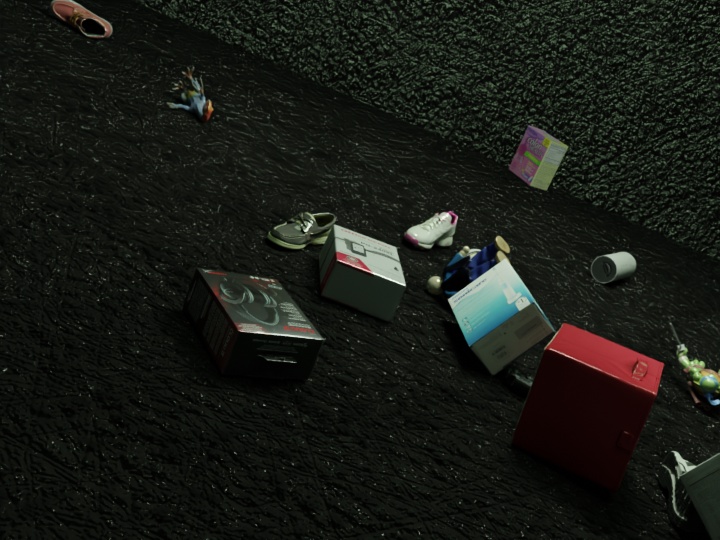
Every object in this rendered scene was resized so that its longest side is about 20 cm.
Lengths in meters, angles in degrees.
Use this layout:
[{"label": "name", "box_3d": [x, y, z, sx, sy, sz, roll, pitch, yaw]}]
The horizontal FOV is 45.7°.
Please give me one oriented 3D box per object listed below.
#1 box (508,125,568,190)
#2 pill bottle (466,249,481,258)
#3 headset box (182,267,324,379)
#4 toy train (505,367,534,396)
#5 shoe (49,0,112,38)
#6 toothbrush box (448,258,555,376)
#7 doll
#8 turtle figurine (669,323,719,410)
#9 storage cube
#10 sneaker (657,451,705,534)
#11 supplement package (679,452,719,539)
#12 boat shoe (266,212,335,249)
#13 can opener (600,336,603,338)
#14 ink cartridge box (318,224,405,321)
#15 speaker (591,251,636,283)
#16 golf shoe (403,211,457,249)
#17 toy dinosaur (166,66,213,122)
[{"label": "box", "box_3d": [0.724, -0.460, 3.496, 0.096, 0.202, 0.176, 12, 23, -30]}, {"label": "pill bottle", "box_3d": [0.280, 0.048, 1.821, 0.110, 0.112, 0.200, 9, 25, -35]}, {"label": "headset box", "box_3d": [-0.158, 0.084, 1.273, 0.147, 0.078, 0.200, 10, 23, -36]}, {"label": "toy train", "box_3d": [0.352, 0.235, 1.544, 0.198, 0.034, 0.046, 27, 23, 9]}, {"label": "shoe", "box_3d": [-0.871, -0.782, 2.654, 0.198, 0.072, 0.091, 24, 13, -14]}, {"label": "toothbrush box", "box_3d": [0.264, 0.085, 1.632, 0.086, 0.146, 0.200, 50, 9, -23]}, {"label": "doll", "box_3d": [0.221, 0.000, 1.787, 0.048, 0.199, 0.138, 34, 42, -32]}, {"label": "turtle figurine", "box_3d": [0.796, 0.206, 1.931, 0.194, 0.142, 0.203, 23, 52, -68]}, {"label": "storage cube", "box_3d": [0.367, 0.216, 1.380, 0.178, 0.202, 0.171, 23, 19, 18]}, {"label": "sneaker", "box_3d": [0.541, 0.362, 1.383, 0.079, 0.074, 0.200, 27, 20, 3]}, {"label": "supplement package", "box_3d": [0.609, 0.359, 1.255, 0.150, 0.151, 0.202, 7, 50, -40]}, {"label": "boat shoe", "box_3d": [-0.119, -0.090, 1.775, 0.071, 0.067, 0.200, 34, 22, 24]}, {"label": "can opener", "box_3d": [0.491, 0.185, 1.805, 0.066, 0.054, 0.200, 27, 19, 5]}, {"label": "ink cartridge box", "box_3d": [0.000, 0.000, 1.658, 0.144, 0.084, 0.200, 20, 20, -12]}, {"label": "speaker", "box_3d": [0.765, -0.010, 2.577, 0.081, 0.082, 0.199, 34, 22, 26]}, {"label": "golf shoe", "box_3d": [0.176, -0.105, 2.123, 0.075, 0.092, 0.199, 35, 23, 24]}, {"label": "toy dinosaur", "box_3d": [-0.442, -0.472, 2.356, 0.182, 0.105, 0.199, 55, 18, 19]}]
